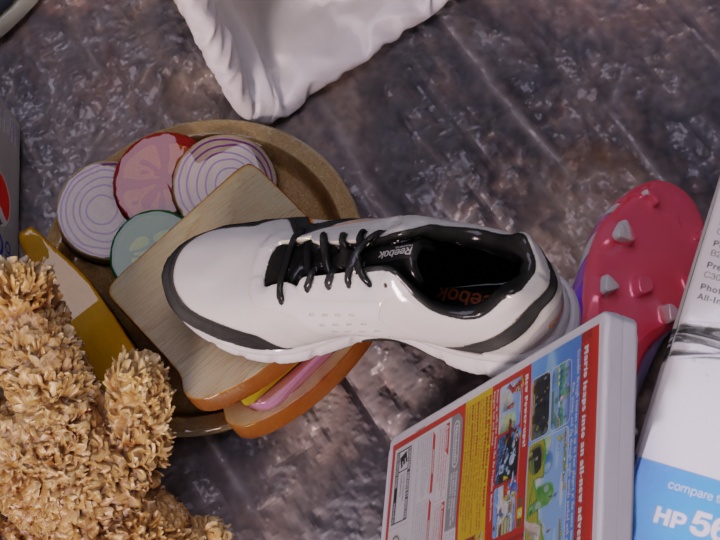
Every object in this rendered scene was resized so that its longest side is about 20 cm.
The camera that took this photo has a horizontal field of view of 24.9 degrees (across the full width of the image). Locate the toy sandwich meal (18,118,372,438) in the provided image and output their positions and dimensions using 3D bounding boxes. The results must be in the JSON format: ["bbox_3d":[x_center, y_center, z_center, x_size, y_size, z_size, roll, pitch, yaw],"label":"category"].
[{"bbox_3d":[-0.086,-0.002,0.850,0.203,0.070,0.207,-5,64,9],"label":"toy sandwich meal"}]

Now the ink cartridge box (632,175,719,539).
[{"bbox_3d":[0.175,0.065,0.720,0.083,0.146,0.202,16,70,17],"label":"ink cartridge box"}]

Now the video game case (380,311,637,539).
[{"bbox_3d":[0.057,0.116,0.707,0.017,0.200,0.144,16,64,-20],"label":"video game case"}]

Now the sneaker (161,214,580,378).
[{"bbox_3d":[0.000,0.000,0.747,0.198,0.080,0.074,2,67,14],"label":"sneaker"}]

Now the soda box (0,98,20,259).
[{"bbox_3d":[-0.228,-0.004,0.883,0.067,0.064,0.202,-10,63,9],"label":"soda box"}]

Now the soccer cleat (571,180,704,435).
[{"bbox_3d":[0.115,0.039,0.796,0.066,0.076,0.201,33,56,-13],"label":"soccer cleat"}]

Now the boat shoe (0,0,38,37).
[{"bbox_3d":[-0.199,-0.226,0.985,0.075,0.062,0.200,33,74,25],"label":"boat shoe"}]

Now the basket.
[{"bbox_3d":[-0.040,-0.227,0.880,0.199,0.199,0.161,-34,59,-5],"label":"basket"}]

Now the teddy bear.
[{"bbox_3d":[-0.146,0.091,0.770,0.144,0.067,0.202,-18,93,-6],"label":"teddy bear"}]
